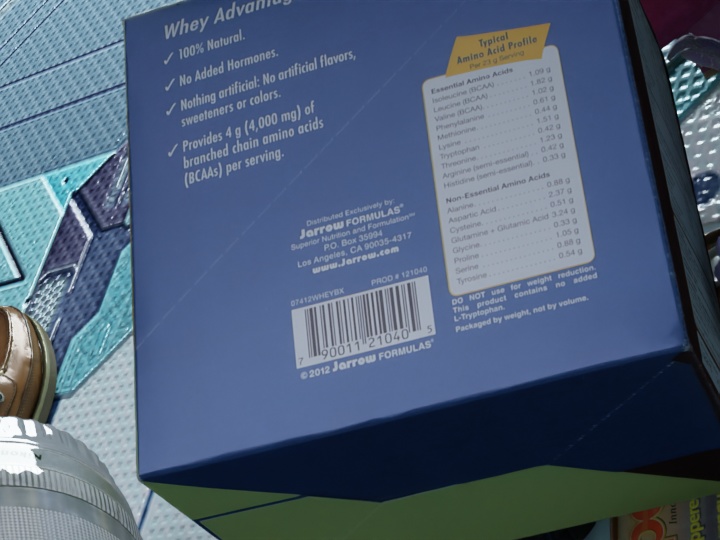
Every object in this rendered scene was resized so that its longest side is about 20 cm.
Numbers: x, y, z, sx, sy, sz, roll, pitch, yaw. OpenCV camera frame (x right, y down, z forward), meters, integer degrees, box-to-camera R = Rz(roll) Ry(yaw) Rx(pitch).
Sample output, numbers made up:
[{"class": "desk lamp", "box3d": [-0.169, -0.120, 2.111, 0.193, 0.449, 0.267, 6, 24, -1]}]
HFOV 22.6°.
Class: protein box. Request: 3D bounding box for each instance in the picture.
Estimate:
[{"class": "protein box", "box3d": [0.027, -0.010, 0.693, 0.198, 0.135, 0.200, -15, 59, 15]}]

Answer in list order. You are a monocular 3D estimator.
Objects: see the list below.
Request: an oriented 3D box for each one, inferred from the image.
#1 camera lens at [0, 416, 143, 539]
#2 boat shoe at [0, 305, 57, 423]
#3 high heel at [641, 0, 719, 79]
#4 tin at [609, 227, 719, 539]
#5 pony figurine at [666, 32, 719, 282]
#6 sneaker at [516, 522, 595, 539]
[{"class": "camera lens", "box3d": [-0.169, 0.185, 0.834, 0.160, 0.160, 0.200, -39, 36, 12]}, {"class": "boat shoe", "box3d": [-0.232, 0.088, 1.070, 0.072, 0.068, 0.200, -31, 38, 25]}, {"class": "high heel", "box3d": [0.095, -0.101, 0.879, 0.200, 0.096, 0.067, -27, 41, 27]}, {"class": "tin", "box3d": [0.153, 0.068, 0.712, 0.112, 0.042, 0.200, -20, 43, 28]}, {"class": "pony figurine", "box3d": [0.207, -0.057, 0.680, 0.193, 0.167, 0.200, 22, 65, 8]}, {"class": "sneaker", "box3d": [0.032, 0.112, 0.769, 0.200, 0.075, 0.078, -50, 32, -6]}]
